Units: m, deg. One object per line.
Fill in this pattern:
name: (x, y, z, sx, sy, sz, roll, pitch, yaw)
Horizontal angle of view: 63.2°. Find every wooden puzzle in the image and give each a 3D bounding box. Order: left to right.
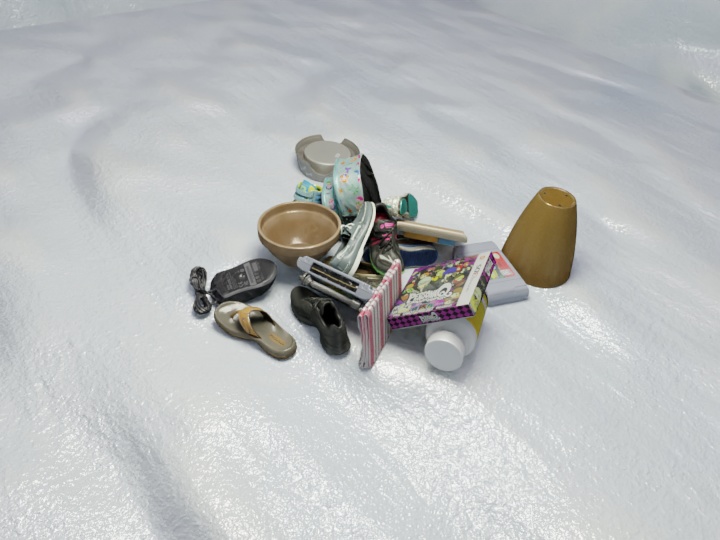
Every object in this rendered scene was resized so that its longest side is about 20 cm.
wooden puzzle: (0.173, -0.095, 1.472, 0.180, 0.038, 0.200, 11, 7, 5)

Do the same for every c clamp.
c clamp: (-0.055, 0.049, 1.255, 0.196, 0.171, 0.028, 24, 87, 19)

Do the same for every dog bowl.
dog bowl: (-0.100, -0.336, 1.760, 0.194, 0.060, 0.203, 4, 41, -3)

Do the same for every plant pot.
plant pot: (-0.143, -0.073, 1.382, 0.195, 0.094, 0.203, 2, 37, -1)
plant pot: (0.456, -0.095, 1.445, 0.181, 0.203, 0.189, 3, 40, -3)

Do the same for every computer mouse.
computer mouse: (-0.279, 0.032, 1.314, 0.195, 0.053, 0.140, -16, 49, -9)

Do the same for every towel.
towel: (0.042, 0.087, 1.216, 0.029, 0.149, 0.201, 13, 39, 20)

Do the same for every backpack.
backpack: (-0.019, -0.187, 1.486, 0.146, 0.203, 0.180, -4, 39, 10)

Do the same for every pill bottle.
pill bottle: (0.200, 0.111, 1.236, 0.109, 0.113, 0.201, 17, 41, 12)

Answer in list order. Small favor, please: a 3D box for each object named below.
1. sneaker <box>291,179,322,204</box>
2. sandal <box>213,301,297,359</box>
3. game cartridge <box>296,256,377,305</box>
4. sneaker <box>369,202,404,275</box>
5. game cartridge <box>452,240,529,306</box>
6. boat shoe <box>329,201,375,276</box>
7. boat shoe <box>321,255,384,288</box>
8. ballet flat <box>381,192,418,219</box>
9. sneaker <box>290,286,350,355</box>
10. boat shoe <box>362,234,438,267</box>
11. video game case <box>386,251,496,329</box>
sneaker: (-0.166, -0.155, 1.482, 0.079, 0.133, 0.199, 29, 46, 24)
sandal: (-0.217, 0.114, 1.214, 0.197, 0.055, 0.082, 30, 49, 20)
game cartridge: (-0.036, 0.033, 1.286, 0.197, 0.133, 0.041, 24, 85, 25)
sneaker: (0.053, -0.072, 1.340, 0.075, 0.085, 0.203, -10, 54, -9)
game cartridge: (0.310, 0.003, 1.439, 0.130, 0.042, 0.202, -12, 43, -15)
boat shoe: (-0.017, -0.081, 1.326, 0.061, 0.073, 0.204, 25, 62, -14)
boat shoe: (0.000, 0.000, 1.373, 0.195, 0.064, 0.074, 18, 37, 11)
ballet flat: (0.101, -0.172, 1.540, 0.070, 0.073, 0.199, 21, 9, 17)
sneaker: (-0.085, 0.086, 1.242, 0.075, 0.092, 0.199, -28, 49, -27)
boat shoe: (0.090, -0.048, 1.448, 0.195, 0.074, 0.073, 3, 34, -20)
video game case: (0.170, 0.042, 1.221, 0.197, 0.036, 0.182, -14, 28, 37)
